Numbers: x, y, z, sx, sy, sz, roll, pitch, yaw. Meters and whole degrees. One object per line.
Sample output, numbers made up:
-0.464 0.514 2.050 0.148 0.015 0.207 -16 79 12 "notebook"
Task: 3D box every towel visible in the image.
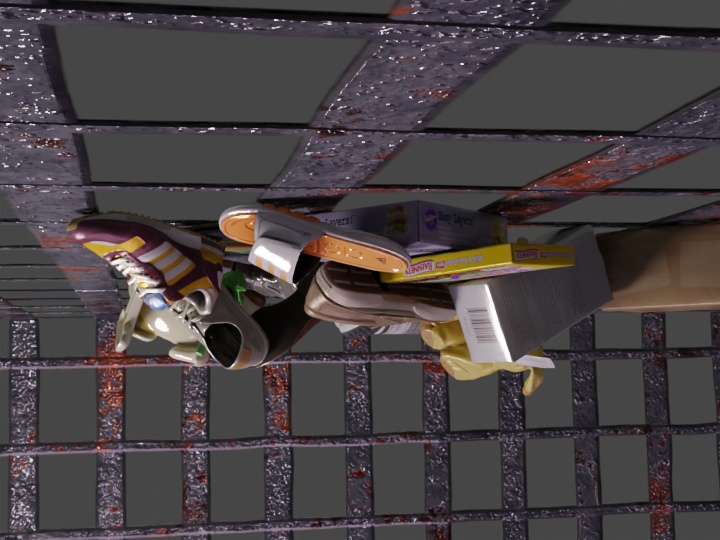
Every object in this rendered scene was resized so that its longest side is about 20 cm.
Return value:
-0.130 -0.039 1.359 0.146 0.022 0.200 -6 172 42 "towel"

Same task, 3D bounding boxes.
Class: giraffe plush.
0.195 0.046 1.476 0.199 0.162 0.173 17 141 27 "giraffe plush"

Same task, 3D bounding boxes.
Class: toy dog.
-0.234 0.062 1.594 0.199 0.140 0.194 19 -169 -16 "toy dog"

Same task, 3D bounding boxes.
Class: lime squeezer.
-0.176 0.040 1.429 0.038 0.071 0.200 30 -161 -2 "lime squeezer"

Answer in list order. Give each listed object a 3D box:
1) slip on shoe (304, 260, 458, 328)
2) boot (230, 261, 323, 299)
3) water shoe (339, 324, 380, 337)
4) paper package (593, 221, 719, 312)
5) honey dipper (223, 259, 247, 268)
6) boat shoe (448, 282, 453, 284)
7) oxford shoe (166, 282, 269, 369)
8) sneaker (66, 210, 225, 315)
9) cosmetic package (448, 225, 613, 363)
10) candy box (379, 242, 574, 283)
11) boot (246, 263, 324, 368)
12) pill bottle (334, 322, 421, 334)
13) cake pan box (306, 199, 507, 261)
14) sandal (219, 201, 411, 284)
0.026 0.037 1.293 0.199 0.076 0.061 6 129 -39 "slip on shoe"
-0.114 0.013 1.489 0.130 0.068 0.200 8 172 5 "boot"
0.025 0.036 1.608 0.071 0.079 0.200 5 159 -34 "water shoe"
0.425 -0.001 1.444 0.199 0.104 0.190 -5 175 32 "paper package"
-0.180 -0.008 1.628 0.038 0.038 0.200 -5 170 32 "honey dipper"
0.142 0.008 1.555 0.199 0.062 0.072 -2 148 -38 "boat shoe"
-0.193 0.043 1.330 0.075 0.200 0.058 -53 169 30 "oxford shoe"
-0.232 -0.005 1.232 0.200 0.091 0.075 15 164 -42 "sneaker"
0.207 0.027 1.343 0.200 0.102 0.071 -25 -168 -37 "cosmetic package"
0.123 -0.006 1.220 0.102 0.027 0.200 -2 176 -41 "candy box"
-0.040 0.058 1.411 0.186 0.064 0.200 -39 161 23 "boot"
0.060 0.046 1.808 0.199 0.114 0.114 2 174 -23 "pill bottle"
0.038 -0.037 1.263 0.199 0.053 0.184 -6 171 39 "cake pan box"
-0.052 -0.016 1.146 0.206 0.059 0.079 13 155 9 "sandal"
